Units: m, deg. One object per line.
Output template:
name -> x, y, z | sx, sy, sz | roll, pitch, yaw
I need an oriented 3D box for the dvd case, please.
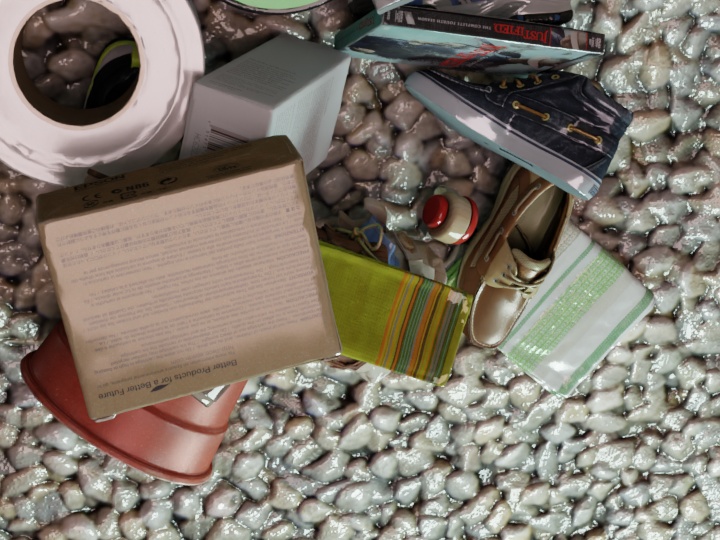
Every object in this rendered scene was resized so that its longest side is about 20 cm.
dvd case -> 0.091, -0.196, 1.281 | 0.199, 0.146, 0.022 | 3, 87, -18

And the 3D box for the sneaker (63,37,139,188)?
sneaker -> -0.215, -0.104, 1.279 | 0.071, 0.083, 0.201 | 4, 116, -16

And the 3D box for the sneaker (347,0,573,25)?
sneaker -> 0.086, -0.248, 1.299 | 0.198, 0.076, 0.078 | -4, 92, -10

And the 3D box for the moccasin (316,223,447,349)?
moccasin -> 0.000, 0.000, 1.289 | 0.201, 0.074, 0.078 | 40, 85, -7

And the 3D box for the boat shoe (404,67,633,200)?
boat shoe -> 0.143, -0.149, 1.334 | 0.199, 0.071, 0.091 | 30, 88, 8

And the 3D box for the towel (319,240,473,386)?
towel -> 0.003, 0.032, 1.238 | 0.199, 0.018, 0.087 | 19, 82, -29

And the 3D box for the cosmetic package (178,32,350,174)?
cosmetic package -> -0.079, -0.123, 1.234 | 0.071, 0.200, 0.102 | 20, 114, 11

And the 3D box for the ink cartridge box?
ink cartridge box -> -0.128, 0.004, 1.115 | 0.199, 0.075, 0.166 | -14, 114, -9

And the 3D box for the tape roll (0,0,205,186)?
tape roll -> -0.223, -0.171, 1.177 | 0.201, 0.071, 0.204 | -2, 107, -6

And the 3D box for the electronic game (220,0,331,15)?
electronic game -> -0.067, -0.311, 1.232 | 0.198, 0.042, 0.201 | -6, 119, -12

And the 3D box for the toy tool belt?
toy tool belt -> 0.012, 0.000, 1.373 | 0.122, 0.125, 0.201 | 21, 110, -32

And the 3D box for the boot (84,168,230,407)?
boot -> -0.160, 0.023, 1.184 | 0.199, 0.070, 0.147 | 27, 92, -27

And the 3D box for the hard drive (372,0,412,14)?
hard drive -> 0.036, -0.321, 1.168 | 0.131, 0.027, 0.201 | -22, 90, 2

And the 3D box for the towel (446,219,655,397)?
towel -> 0.185, 0.024, 1.487 | 0.200, 0.031, 0.149 | 38, 101, -26

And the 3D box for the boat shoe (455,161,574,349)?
boat shoe -> 0.146, -0.015, 1.401 | 0.075, 0.074, 0.201 | 10, 111, -18

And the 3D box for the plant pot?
plant pot -> -0.167, 0.053, 1.322 | 0.200, 0.201, 0.196 | 30, 99, -26
